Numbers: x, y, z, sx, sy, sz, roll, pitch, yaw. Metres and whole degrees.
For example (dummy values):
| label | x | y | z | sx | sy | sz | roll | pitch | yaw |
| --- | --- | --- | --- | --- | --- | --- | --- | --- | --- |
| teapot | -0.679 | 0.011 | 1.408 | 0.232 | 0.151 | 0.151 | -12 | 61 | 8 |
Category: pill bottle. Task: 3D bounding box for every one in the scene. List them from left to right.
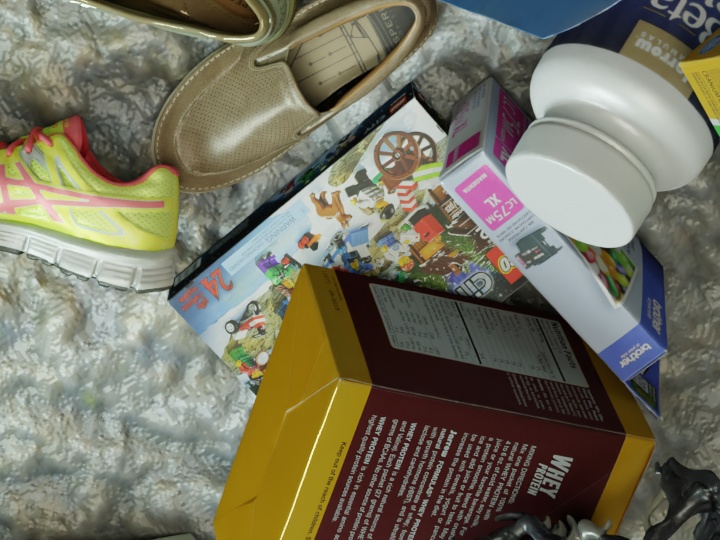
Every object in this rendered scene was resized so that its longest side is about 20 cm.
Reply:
| label | x | y | z | sx | sy | sz | roll | pitch | yaw |
| --- | --- | --- | --- | --- | --- | --- | --- | --- | --- |
| pill bottle | 0.164 | -0.116 | 1.381 | 0.111 | 0.111 | 0.200 | 37 | 69 | -13 |

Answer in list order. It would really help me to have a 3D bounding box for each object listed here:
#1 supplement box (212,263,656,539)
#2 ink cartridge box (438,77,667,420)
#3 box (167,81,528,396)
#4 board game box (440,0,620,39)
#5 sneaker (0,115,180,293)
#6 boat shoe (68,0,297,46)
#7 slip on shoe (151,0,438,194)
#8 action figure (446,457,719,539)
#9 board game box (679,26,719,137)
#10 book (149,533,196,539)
| label | x | y | z | sx | sy | sz | roll | pitch | yaw |
| --- | --- | --- | --- | --- | --- | --- | --- | --- | --- |
| supplement box | 0.039 | 0.129 | 1.471 | 0.199 | 0.133 | 0.198 | 11 | 117 | -17 |
| ink cartridge box | 0.127 | -0.015 | 1.457 | 0.042 | 0.119 | 0.200 | -35 | 107 | 20 |
| box | 0.000 | 0.000 | 1.505 | 0.200 | 0.038 | 0.137 | -39 | 106 | 12 |
| board game box | 0.126 | -0.185 | 1.367 | 0.158 | 0.200 | 0.039 | -46 | 125 | -10 |
| sneaker | -0.198 | -0.055 | 1.465 | 0.199 | 0.078 | 0.091 | 17 | 98 | -2 |
| boat shoe | -0.134 | -0.183 | 1.413 | 0.199 | 0.063 | 0.074 | 19 | 108 | 7 |
| slip on shoe | -0.041 | -0.110 | 1.453 | 0.200 | 0.061 | 0.076 | -30 | 107 | 9 |
| action figure | 0.121 | 0.183 | 1.382 | 0.199 | 0.102 | 0.119 | -22 | 133 | 0 |
| board game box | 0.281 | -0.108 | 1.353 | 0.200 | 0.040 | 0.153 | -43 | 110 | -29 |
| book | -0.195 | 0.251 | 1.561 | 0.199 | 0.048 | 0.134 | -10 | 112 | -20 |
